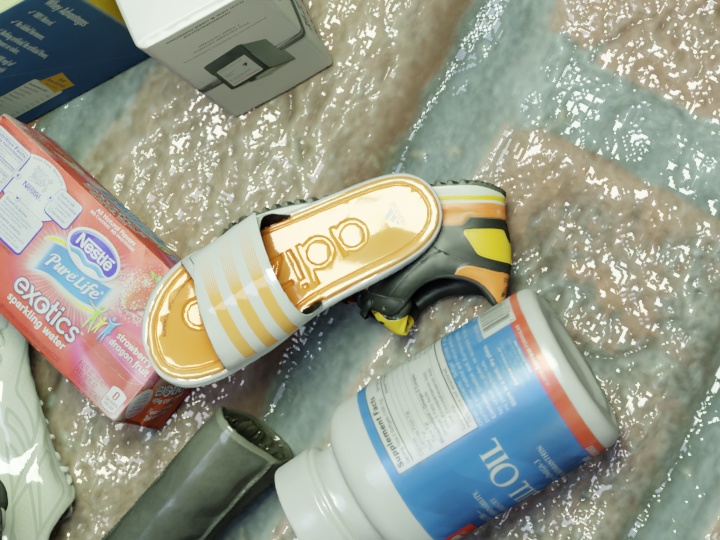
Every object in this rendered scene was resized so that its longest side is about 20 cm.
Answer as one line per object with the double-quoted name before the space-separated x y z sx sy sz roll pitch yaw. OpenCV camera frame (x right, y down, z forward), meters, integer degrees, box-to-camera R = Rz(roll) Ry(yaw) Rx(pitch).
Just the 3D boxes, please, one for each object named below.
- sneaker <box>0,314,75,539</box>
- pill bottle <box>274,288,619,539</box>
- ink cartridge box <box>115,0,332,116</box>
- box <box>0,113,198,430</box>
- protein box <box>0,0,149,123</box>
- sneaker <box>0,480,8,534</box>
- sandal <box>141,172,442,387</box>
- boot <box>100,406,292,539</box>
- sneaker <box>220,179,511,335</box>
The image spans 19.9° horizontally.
"sneaker" -0.232 0.127 1.371 0.080 0.075 0.202 7 72 -20
"pill bottle" 0.051 0.108 1.269 0.199 0.112 0.113 -33 77 10
"ink cartridge box" -0.102 -0.196 1.299 0.083 0.200 0.147 -27 78 8
"box" -0.183 0.003 1.351 0.200 0.095 0.100 41 93 15
"protein box" -0.269 -0.177 1.341 0.199 0.198 0.136 -27 78 10
"sneaker" -0.279 0.126 1.295 0.199 0.074 0.086 -8 71 55
"sandal" -0.046 -0.006 1.253 0.205 0.059 0.080 -30 79 -3
"boot" -0.141 0.172 1.284 0.200 0.182 0.073 -41 80 12
"sneaker" 0.000 0.000 1.315 0.198 0.070 0.091 -9 78 12
